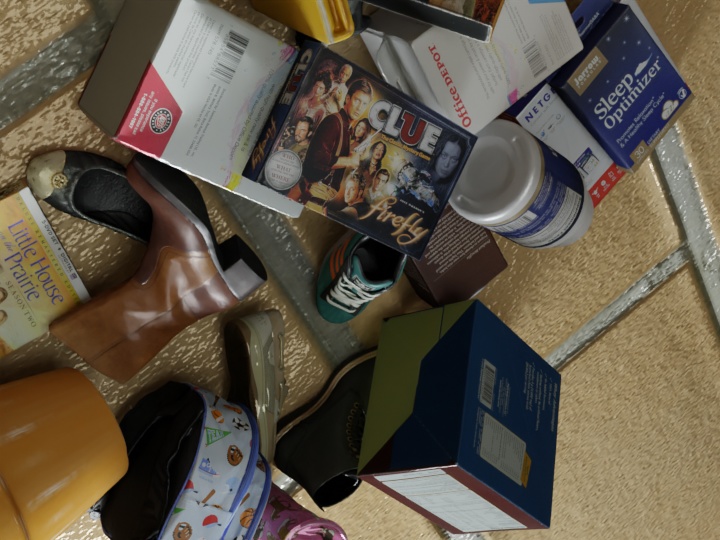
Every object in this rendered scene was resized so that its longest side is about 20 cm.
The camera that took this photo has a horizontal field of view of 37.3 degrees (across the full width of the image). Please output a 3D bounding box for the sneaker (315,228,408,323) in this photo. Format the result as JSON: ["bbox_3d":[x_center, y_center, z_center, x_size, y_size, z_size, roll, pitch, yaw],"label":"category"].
[{"bbox_3d":[0.000,0.000,1.144,0.071,0.080,0.200,26,130,-8],"label":"sneaker"}]

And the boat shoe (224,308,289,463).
[{"bbox_3d":[-0.108,0.136,1.190,0.065,0.072,0.201,-21,124,-34],"label":"boat shoe"}]

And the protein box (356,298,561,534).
[{"bbox_3d":[0.120,0.174,1.224,0.200,0.135,0.199,40,49,-40],"label":"protein box"}]

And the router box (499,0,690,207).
[{"bbox_3d":[0.281,-0.200,1.274,0.200,0.049,0.179,-48,124,-3],"label":"router box"}]

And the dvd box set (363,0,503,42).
[{"bbox_3d":[0.087,-0.326,1.027,0.146,0.029,0.201,21,67,5],"label":"dvd box set"}]

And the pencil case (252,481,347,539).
[{"bbox_3d":[-0.094,0.281,1.183,0.083,0.200,0.087,-16,108,-29],"label":"pencil case"}]

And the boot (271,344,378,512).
[{"bbox_3d":[-0.002,0.183,1.226,0.200,0.138,0.078,-43,123,-8],"label":"boot"}]

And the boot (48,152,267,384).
[{"bbox_3d":[-0.222,0.001,1.041,0.200,0.069,0.188,-33,130,11],"label":"boot"}]

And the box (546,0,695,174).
[{"bbox_3d":[0.295,-0.217,1.226,0.200,0.032,0.121,40,89,-33],"label":"box"}]

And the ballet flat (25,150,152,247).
[{"bbox_3d":[-0.231,-0.065,1.048,0.200,0.057,0.067,24,97,-33],"label":"ballet flat"}]

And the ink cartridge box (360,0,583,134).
[{"bbox_3d":[0.104,-0.237,1.116,0.200,0.125,0.129,-37,123,-10],"label":"ink cartridge box"}]

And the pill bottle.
[{"bbox_3d":[0.182,-0.086,1.173,0.200,0.111,0.111,19,101,-55],"label":"pill bottle"}]

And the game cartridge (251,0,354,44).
[{"bbox_3d":[-0.079,-0.303,0.946,0.032,0.200,0.177,-25,121,-14],"label":"game cartridge"}]

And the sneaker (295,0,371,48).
[{"bbox_3d":[-0.025,-0.319,1.054,0.090,0.066,0.201,-17,119,-28],"label":"sneaker"}]

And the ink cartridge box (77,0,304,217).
[{"bbox_3d":[-0.133,-0.164,1.007,0.200,0.145,0.146,24,97,-33],"label":"ink cartridge box"}]

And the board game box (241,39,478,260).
[{"bbox_3d":[0.004,-0.108,0.996,0.200,0.035,0.136,24,93,-34],"label":"board game box"}]

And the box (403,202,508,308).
[{"bbox_3d":[0.078,-0.057,1.211,0.100,0.075,0.200,-38,121,-10],"label":"box"}]

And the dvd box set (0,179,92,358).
[{"bbox_3d":[-0.376,0.022,1.022,0.200,0.029,0.147,-30,121,-14],"label":"dvd box set"}]

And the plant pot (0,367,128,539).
[{"bbox_3d":[-0.334,0.189,1.030,0.183,0.200,0.201,-29,122,-33],"label":"plant pot"}]

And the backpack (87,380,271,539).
[{"bbox_3d":[-0.180,0.220,1.122,0.154,0.200,0.191,19,93,-35],"label":"backpack"}]
